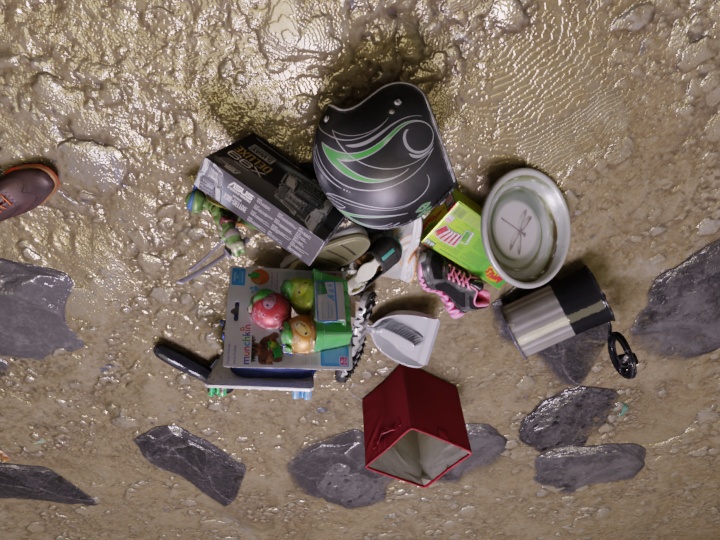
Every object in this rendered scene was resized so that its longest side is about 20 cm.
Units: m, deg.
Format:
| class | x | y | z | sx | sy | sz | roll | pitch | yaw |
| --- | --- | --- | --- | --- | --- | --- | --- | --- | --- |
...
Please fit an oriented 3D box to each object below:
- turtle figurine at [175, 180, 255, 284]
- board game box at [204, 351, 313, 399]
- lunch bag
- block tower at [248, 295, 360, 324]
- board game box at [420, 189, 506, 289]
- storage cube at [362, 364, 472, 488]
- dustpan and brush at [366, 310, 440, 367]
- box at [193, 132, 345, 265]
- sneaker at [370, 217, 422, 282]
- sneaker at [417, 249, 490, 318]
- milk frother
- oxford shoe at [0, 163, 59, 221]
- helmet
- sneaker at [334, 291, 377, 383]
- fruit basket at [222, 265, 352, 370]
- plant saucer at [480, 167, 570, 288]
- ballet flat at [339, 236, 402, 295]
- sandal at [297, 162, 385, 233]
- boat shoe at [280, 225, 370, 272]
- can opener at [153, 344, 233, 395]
| class | x | y | z | sx | sy | sz | roll | pitch | yaw |
| --- | --- | --- | --- | --- | --- | --- | --- | --- | --- |
| turtle figurine | -0.196 | -0.052 | 0.866 | 0.191 | 0.203 | 0.144 | 5 | 163 | -13 |
| board game box | -0.193 | 0.207 | 1.040 | 0.197 | 0.200 | 0.026 | 3 | 99 | -6 |
| lunch bag | -0.170 | 0.112 | 0.997 | 0.197 | 0.137 | 0.134 | 3 | 126 | -8 |
| block tower | -0.100 | 0.065 | 0.935 | 0.197 | 0.058 | 0.054 | 10 | 135 | -13 |
| board game box | 0.214 | -0.054 | 0.948 | 0.198 | 0.048 | 0.102 | 28 | 122 | -23 |
| storage cube | 0.120 | 0.350 | 1.179 | 0.198 | 0.181 | 0.171 | 27 | 122 | -22 |
| dustpan and brush | 0.051 | 0.126 | 1.070 | 0.198 | 0.057 | 0.141 | 23 | 128 | 17 |
| box | -0.121 | -0.112 | 0.771 | 0.199 | 0.158 | 0.050 | 36 | 119 | -3 |
| sneaker | 0.059 | -0.061 | 0.919 | 0.090 | 0.076 | 0.202 | 3 | 127 | -1 |
| sneaker | 0.178 | 0.020 | 0.965 | 0.094 | 0.080 | 0.200 | -8 | 146 | 37 |
| milk frother | 0.405 | 0.130 | 1.012 | 0.187 | 0.202 | 0.181 | -29 | 129 | 19 |
| oxford shoe | -0.576 | -0.108 | 0.837 | 0.198 | 0.073 | 0.072 | -22 | 126 | 13 |
| helmet | 0.027 | -0.160 | 0.757 | 0.188 | 0.201 | 0.201 | -21 | 127 | 11 |
| sneaker | -0.032 | 0.124 | 1.041 | 0.089 | 0.066 | 0.203 | 19 | 106 | 18 |
| fruit basket | -0.112 | 0.067 | 0.825 | 0.197 | 0.187 | 0.094 | 8 | 142 | -17 |
| plant saucer | 0.274 | -0.071 | 0.893 | 0.197 | 0.050 | 0.204 | 0 | 90 | -27 |
| ballet flat | 0.000 | 0.000 | 0.920 | 0.068 | 0.068 | 0.200 | 46 | 145 | -1 |
| sandal | -0.040 | -0.119 | 0.860 | 0.198 | 0.043 | 0.077 | 21 | 125 | 1 |
| boat shoe | -0.069 | -0.040 | 0.899 | 0.198 | 0.069 | 0.074 | -23 | 145 | 33 |
| can opener | -0.355 | 0.211 | 1.125 | 0.198 | 0.080 | 0.063 | 30 | 160 | -21 |
